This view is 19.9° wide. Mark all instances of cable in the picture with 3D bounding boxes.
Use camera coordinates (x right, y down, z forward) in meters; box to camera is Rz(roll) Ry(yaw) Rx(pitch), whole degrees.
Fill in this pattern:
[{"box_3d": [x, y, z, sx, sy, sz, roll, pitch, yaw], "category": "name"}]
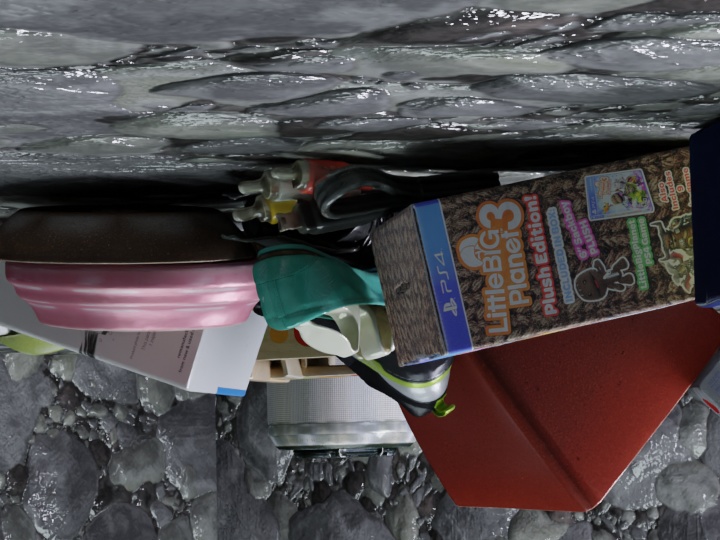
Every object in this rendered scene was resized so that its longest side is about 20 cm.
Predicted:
[{"box_3d": [0.017, -0.062, 1.362, 0.200, 0.050, 0.097, -13, 167, -31], "category": "cable"}]

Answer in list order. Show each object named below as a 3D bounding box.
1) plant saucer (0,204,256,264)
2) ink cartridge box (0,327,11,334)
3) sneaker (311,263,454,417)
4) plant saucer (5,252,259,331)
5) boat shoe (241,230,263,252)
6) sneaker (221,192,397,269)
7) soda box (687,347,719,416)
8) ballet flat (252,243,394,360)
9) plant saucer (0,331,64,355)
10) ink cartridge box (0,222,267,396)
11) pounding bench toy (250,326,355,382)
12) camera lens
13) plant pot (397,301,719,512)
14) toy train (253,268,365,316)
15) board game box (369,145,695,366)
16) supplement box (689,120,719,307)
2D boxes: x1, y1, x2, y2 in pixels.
[{"box_3d": [-0.175, -0.028, 1.486, 0.200, 0.037, 0.200, 1, -176, 0], "category": "plant saucer"}, {"box_3d": [-0.390, 0.013, 1.738, 0.145, 0.084, 0.200, -2, 176, 6], "category": "ink cartridge box"}, {"box_3d": [-0.007, 0.049, 1.553, 0.072, 0.083, 0.200, -33, -130, -25], "category": "sneaker"}, {"box_3d": [-0.159, 0.014, 1.503, 0.200, 0.051, 0.201, 0, -175, 0], "category": "plant saucer"}, {"box_3d": [-0.039, -0.012, 1.692, 0.200, 0.071, 0.069, 3, -176, -27], "category": "boat shoe"}, {"box_3d": [-0.009, -0.032, 1.453, 0.200, 0.060, 0.104, 4, 178, -17], "category": "sneaker"}, {"box_3d": [0.338, 0.033, 1.565, 0.063, 0.200, 0.068, 39, 178, 4], "category": "soda box"}, {"box_3d": [-0.007, 0.028, 1.435, 0.067, 0.070, 0.200, -12, 168, 33], "category": "ballet flat"}, {"box_3d": [-0.238, 0.033, 1.879, 0.200, 0.031, 0.200, -20, -171, 3], "category": "plant saucer"}, {"box_3d": [-0.194, 0.033, 1.681, 0.200, 0.084, 0.146, 17, 180, 17], "category": "ink cartridge box"}, {"box_3d": [-0.033, 0.037, 1.898, 0.156, 0.124, 0.200, -3, 175, 15], "category": "pounding bench toy"}, {"box_3d": [-0.019, 0.096, 2.145, 0.160, 0.200, 0.160, -2, 175, 0], "category": "camera lens"}, {"box_3d": [0.128, 0.055, 1.605, 0.176, 0.200, 0.200, 49, 156, -17], "category": "plant pot"}, {"box_3d": [0.000, 0.000, 1.652, 0.200, 0.046, 0.034, -17, -147, -25], "category": "toy train"}, {"box_3d": [0.123, -0.007, 1.349, 0.200, 0.097, 0.159, -12, 177, -11], "category": "board game box"}, {"box_3d": [0.307, -0.036, 1.207, 0.200, 0.110, 0.109, -1, 175, -9], "category": "supplement box"}]
